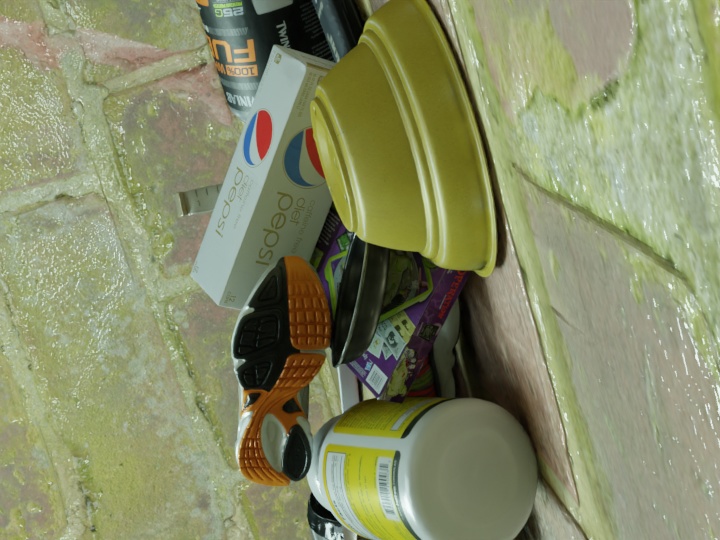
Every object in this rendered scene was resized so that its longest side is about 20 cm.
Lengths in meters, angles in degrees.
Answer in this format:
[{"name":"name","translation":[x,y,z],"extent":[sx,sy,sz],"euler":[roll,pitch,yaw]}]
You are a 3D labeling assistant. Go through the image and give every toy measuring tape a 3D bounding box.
[{"name":"toy measuring tape","translation":[-0.061,-0.076,1.224],"extent":[0.074,0.198,0.074],"euler":[-12,-90,-75]}]

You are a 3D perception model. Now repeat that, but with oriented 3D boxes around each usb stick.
[{"name":"usb stick","translation":[0.002,-0.156,1.128],"extent":[0.056,0.032,0.201],"euler":[87,164,-73]}]

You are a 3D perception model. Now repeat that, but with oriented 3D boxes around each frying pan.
[{"name":"frying pan","translation":[-0.002,-0.004,1.040],"extent":[0.190,0.031,0.116],"euler":[-91,14,-61]}]

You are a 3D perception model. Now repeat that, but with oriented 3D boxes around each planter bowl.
[{"name":"planter bowl","translation":[0.018,-0.081,0.928],"extent":[0.200,0.083,0.202],"euler":[163,90,-84]}]

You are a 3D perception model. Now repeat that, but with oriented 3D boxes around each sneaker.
[{"name":"sneaker","translation":[0.033,0.073,1.155],"extent":[0.077,0.084,0.201],"euler":[-107,15,-56]},{"name":"sneaker","translation":[-0.068,0.066,1.096],"extent":[0.092,0.075,0.201],"euler":[-101,18,-57]}]

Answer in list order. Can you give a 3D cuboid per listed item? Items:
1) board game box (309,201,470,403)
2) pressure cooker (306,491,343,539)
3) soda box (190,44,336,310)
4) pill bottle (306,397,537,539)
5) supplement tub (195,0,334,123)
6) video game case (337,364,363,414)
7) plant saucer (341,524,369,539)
[{"name":"board game box","translation":[0.000,0.000,1.085],"extent":[0.200,0.032,0.121],"euler":[44,116,48]},{"name":"pressure cooker","translation":[0.041,0.318,1.543],"extent":[0.176,0.177,0.202],"euler":[-134,27,-71]},{"name":"soda box","translation":[-0.063,-0.068,1.100],"extent":[0.064,0.068,0.201],"euler":[39,112,53]},{"name":"pill bottle","translation":[0.037,0.153,1.069],"extent":[0.200,0.112,0.113],"euler":[-8,102,63]},{"name":"supplement tub","translation":[-0.075,-0.213,1.232],"extent":[0.123,0.122,0.201],"euler":[-119,12,-62]},{"name":"video game case","translation":[-0.012,0.066,1.306],"extent":[0.200,0.017,0.144],"euler":[-89,-7,-85]},{"name":"plant saucer","translation":[0.031,0.189,1.306],"extent":[0.200,0.032,0.202],"euler":[-46,-36,-50]}]
